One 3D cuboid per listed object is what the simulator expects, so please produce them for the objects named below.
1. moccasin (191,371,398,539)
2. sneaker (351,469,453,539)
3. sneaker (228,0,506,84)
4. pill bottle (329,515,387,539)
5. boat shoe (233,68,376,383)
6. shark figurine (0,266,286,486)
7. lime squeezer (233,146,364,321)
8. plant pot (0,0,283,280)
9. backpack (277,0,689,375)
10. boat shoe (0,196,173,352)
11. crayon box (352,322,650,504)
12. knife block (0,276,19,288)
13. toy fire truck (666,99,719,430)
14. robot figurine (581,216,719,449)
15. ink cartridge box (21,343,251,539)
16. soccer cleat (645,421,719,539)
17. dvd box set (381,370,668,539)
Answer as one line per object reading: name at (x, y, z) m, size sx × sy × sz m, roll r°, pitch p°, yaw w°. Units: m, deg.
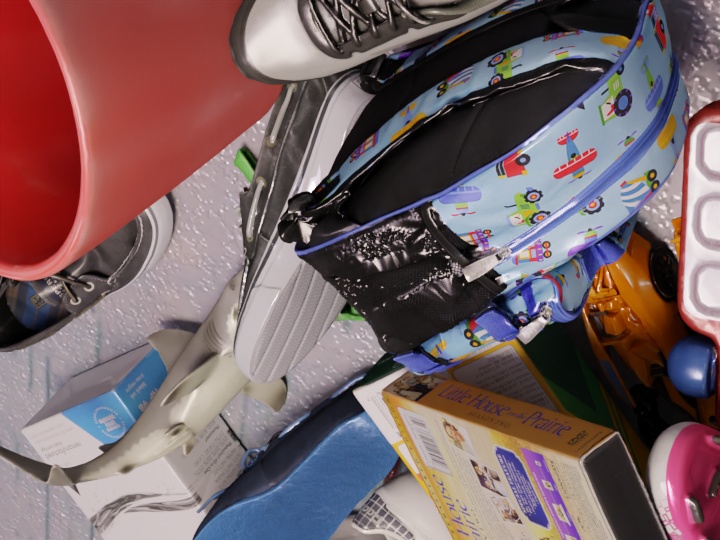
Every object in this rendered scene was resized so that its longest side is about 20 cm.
moccasin at (-0.035, 0.141, 1.135) m, size 0.080 × 0.068 × 0.200 m, roll 41°, pitch 120°, yaw -21°
sneaker at (0.066, 0.220, 1.122) m, size 0.201 × 0.080 × 0.076 m, roll 61°, pitch 158°, yaw -12°
sneaker at (0.017, -0.148, 0.862) m, size 0.199 × 0.079 × 0.074 m, roll -23°, pitch 110°, yaw 20°
pill bottle at (0.002, 0.283, 1.199) m, size 0.116 × 0.116 × 0.201 m, roll -1°, pitch 122°, yaw 33°
boat shoe at (-0.038, -0.032, 1.014) m, size 0.071 × 0.072 × 0.201 m, roll 33°, pitch 110°, yaw 32°
shark figurine at (-0.137, 0.078, 1.135) m, size 0.090 × 0.214 × 0.128 m, roll 45°, pitch 172°, yaw 34°
lime squeezer at (0.000, 0.000, 1.058) m, size 0.199 × 0.038 × 0.071 m, roll 29°, pitch 101°, yaw 12°
plant pot at (-0.147, -0.120, 0.934) m, size 0.200 × 0.177 × 0.202 m, roll 23°, pitch 126°, yaw 36°
backpack at (0.084, -0.059, 0.858) m, size 0.199 × 0.183 × 0.135 m, roll -27°, pitch 113°, yaw 35°
boat shoe at (-0.201, 0.001, 1.155) m, size 0.199 × 0.066 × 0.070 m, roll -30°, pitch 104°, yaw 43°
crayon box at (0.103, 0.119, 1.028) m, size 0.125 × 0.052 × 0.201 m, roll -28°, pitch 101°, yaw 39°
knife block at (-0.245, -0.077, 1.050) m, size 0.064 × 0.176 × 0.201 m, roll 14°, pitch 129°, yaw 22°
toy fire truck at (0.236, 0.021, 0.841) m, size 0.167 × 0.112 × 0.202 m, roll 10°, pitch 115°, yaw 26°
robot figurine at (0.197, 0.056, 0.948) m, size 0.144 × 0.058 × 0.201 m, roll -15°, pitch 112°, yaw 40°
ink cartridge box at (-0.137, 0.160, 1.231) m, size 0.115 × 0.067 × 0.201 m, roll -23°, pitch 107°, yaw 40°
soccer cleat at (0.181, 0.141, 0.909) m, size 0.086 × 0.070 × 0.200 m, roll 5°, pitch 152°, yaw 40°
dvd box set at (0.097, 0.134, 0.920) m, size 0.200 × 0.029 × 0.147 m, roll 11°, pitch 131°, yaw 62°
